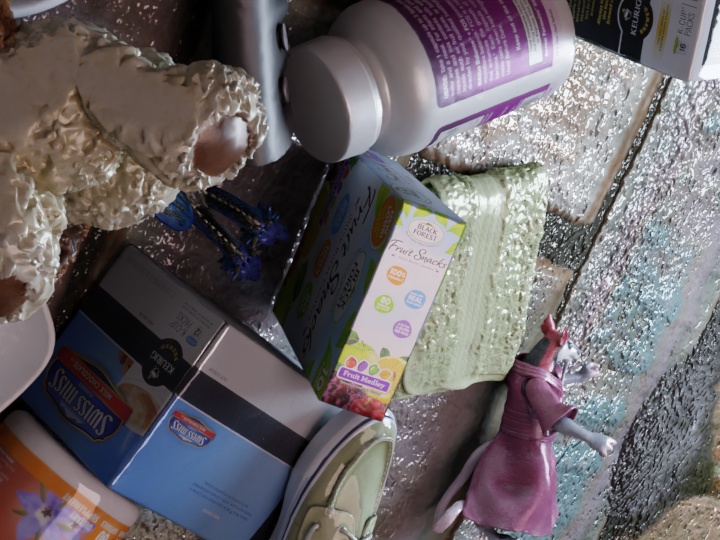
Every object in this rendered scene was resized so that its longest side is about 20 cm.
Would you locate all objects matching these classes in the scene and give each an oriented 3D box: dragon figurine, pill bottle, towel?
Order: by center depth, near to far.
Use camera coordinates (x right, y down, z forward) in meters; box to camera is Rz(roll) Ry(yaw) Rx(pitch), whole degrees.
[{"bbox_3d":[-0.124,-0.064,0.970,0.059,0.099,0.200,-53,136,-6],"label":"dragon figurine"},{"bbox_3d":[-0.248,0.201,1.000,0.200,0.112,0.112,-51,136,-7],"label":"pill bottle"},{"bbox_3d":[0.045,-0.146,1.068,0.199,0.112,0.113,-24,127,-31],"label":"pill bottle"},{"bbox_3d":[0.090,0.010,1.250,0.148,0.036,0.201,-11,120,-38],"label":"towel"}]

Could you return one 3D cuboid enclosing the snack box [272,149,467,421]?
[{"bbox_3d":[0.000,0.000,1.048,0.053,0.200,0.143,18,101,-17],"label":"snack box"}]

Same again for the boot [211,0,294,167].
[{"bbox_3d":[-0.077,-0.156,0.935,0.065,0.165,0.201,6,119,5],"label":"boot"}]

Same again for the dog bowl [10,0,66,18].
[{"bbox_3d":[-0.206,-0.242,0.813,0.199,0.079,0.201,-21,126,-33],"label":"dog bowl"}]

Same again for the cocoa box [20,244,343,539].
[{"bbox_3d":[-0.106,0.101,1.054,0.131,0.133,0.200,-53,137,-2],"label":"cocoa box"}]

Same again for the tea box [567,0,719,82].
[{"bbox_3d":[0.229,-0.263,1.104,0.133,0.197,0.201,-11,121,-36],"label":"tea box"}]

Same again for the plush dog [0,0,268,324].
[{"bbox_3d":[-0.153,-0.073,0.847,0.200,0.161,0.172,-34,167,3],"label":"plush dog"}]

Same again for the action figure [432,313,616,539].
[{"bbox_3d":[0.146,0.135,1.351,0.148,0.134,0.201,6,100,0],"label":"action figure"}]

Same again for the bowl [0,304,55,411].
[{"bbox_3d":[-0.297,0.028,0.887,0.199,0.075,0.200,-38,132,-19],"label":"bowl"}]

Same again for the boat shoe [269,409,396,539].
[{"bbox_3d":[-0.022,0.185,1.037,0.072,0.062,0.201,15,105,-47],"label":"boat shoe"}]
